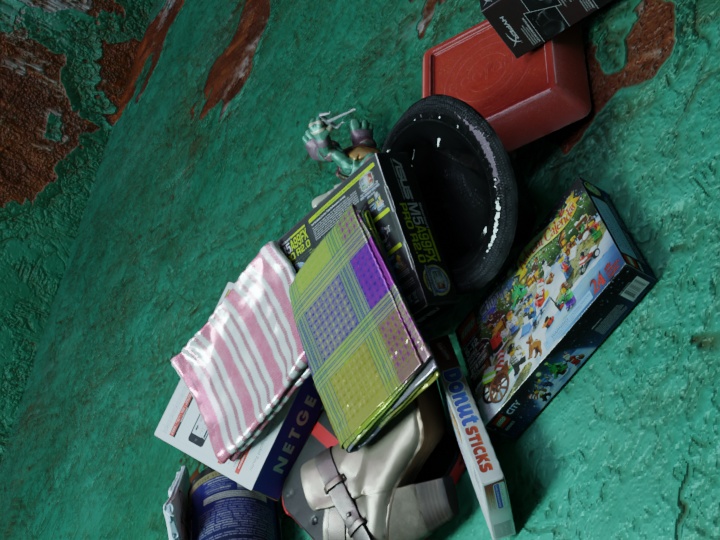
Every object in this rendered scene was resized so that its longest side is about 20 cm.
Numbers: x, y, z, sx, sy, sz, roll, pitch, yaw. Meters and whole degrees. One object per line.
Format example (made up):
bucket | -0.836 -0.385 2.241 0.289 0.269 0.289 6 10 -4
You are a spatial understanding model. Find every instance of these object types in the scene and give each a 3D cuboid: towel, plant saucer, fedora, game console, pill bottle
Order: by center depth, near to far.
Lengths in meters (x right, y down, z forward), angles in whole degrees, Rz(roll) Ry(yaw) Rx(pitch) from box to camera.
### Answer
towel | -0.004 0.055 1.052 0.144 0.023 0.201 -50 49 32
fedora | 0.105 -0.075 1.093 0.200 0.091 0.203 8 100 51
game console | 0.009 0.211 1.135 0.200 0.031 0.178 33 94 48
towel | -0.119 0.087 1.187 0.200 0.030 0.147 -50 54 25
plant saucer | 0.141 -0.205 1.190 0.198 0.037 0.202 -23 43 28
pill bottle | -0.143 0.328 1.295 0.112 0.111 0.201 -53 27 26

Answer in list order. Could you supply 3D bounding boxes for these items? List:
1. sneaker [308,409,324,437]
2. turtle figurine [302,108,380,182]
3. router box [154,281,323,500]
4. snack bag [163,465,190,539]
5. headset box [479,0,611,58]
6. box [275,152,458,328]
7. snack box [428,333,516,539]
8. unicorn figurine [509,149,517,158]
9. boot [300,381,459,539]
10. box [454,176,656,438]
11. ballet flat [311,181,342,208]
sneaker | -0.049 0.188 1.258 0.200 0.084 0.078 -42 34 42
turtle figurine | 0.000 -0.151 1.404 0.200 0.148 0.102 -145 65 -68
router box | -0.123 0.131 1.262 0.178 0.049 0.202 19 79 42
snack bag | -0.209 0.348 1.342 0.200 0.021 0.191 -138 39 -85
headset box | 0.215 -0.332 1.136 0.199 0.077 0.150 -29 40 23
box | 0.000 0.000 1.122 0.200 0.044 0.162 -38 63 46
snack box | 0.099 0.146 1.017 0.024 0.072 0.201 -16 35 -1
unicorn figurine | 0.107 -0.103 1.230 0.138 0.073 0.201 -54 11 27
boot | 0.011 0.174 1.063 0.145 0.070 0.202 -19 67 23
box | 0.168 0.033 1.010 0.201 0.037 0.137 -54 27 26
ballet flat | -0.043 -0.058 1.481 0.202 0.072 0.072 -62 25 10
